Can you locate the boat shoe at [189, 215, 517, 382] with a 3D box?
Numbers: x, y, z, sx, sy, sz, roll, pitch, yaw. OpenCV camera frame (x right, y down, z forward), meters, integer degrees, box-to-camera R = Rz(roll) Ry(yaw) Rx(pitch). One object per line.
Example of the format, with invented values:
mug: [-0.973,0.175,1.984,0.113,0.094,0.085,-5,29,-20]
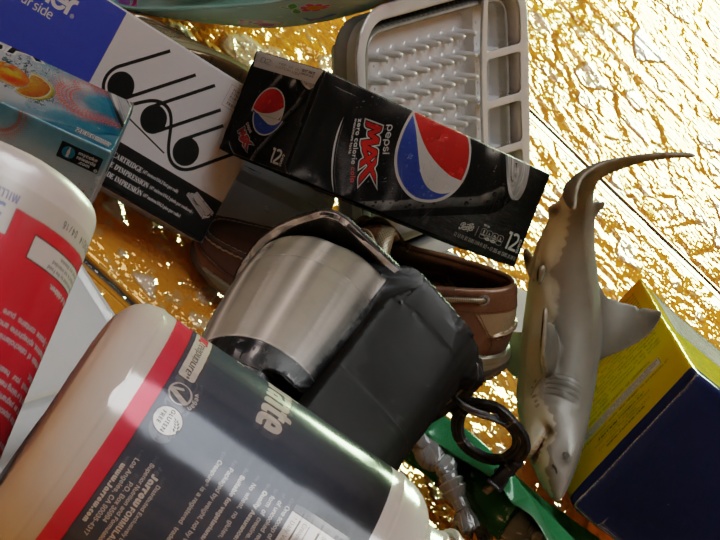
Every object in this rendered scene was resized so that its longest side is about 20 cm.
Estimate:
boat shoe: [0.000,0.000,1.328,0.200,0.072,0.076,17,28,-1]

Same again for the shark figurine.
shark figurine: [0.138,0.011,1.309,0.089,0.215,0.128,4,24,-10]

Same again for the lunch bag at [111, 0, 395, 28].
lunch bag: [-0.068,-0.207,1.394,0.170,0.200,0.122,-17,97,-64]

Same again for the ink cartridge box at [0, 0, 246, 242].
ink cartridge box: [-0.153,-0.103,1.277,0.200,0.094,0.044,31,-6,-30]

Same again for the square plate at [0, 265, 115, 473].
square plate: [-0.206,0.012,1.173,0.198,0.028,0.200,-16,68,-54]

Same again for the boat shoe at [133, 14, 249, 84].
boat shoe: [-0.128,-0.121,1.358,0.200,0.071,0.065,25,19,-31]

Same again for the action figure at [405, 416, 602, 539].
action figure: [0.077,0.134,1.322,0.200,0.055,0.118,40,0,16]

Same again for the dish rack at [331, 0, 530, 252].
dish rack: [0.042,-0.098,1.454,0.200,0.043,0.172,-23,117,-53]

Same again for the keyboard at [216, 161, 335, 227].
keyboard: [-0.102,-0.057,1.347,0.200,0.056,0.011,25,-3,-30]

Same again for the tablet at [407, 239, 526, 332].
tablet: [0.028,0.029,1.385,0.130,0.014,0.200,28,29,18]

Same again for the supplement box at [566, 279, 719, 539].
supplement box: [0.190,0.104,1.390,0.109,0.110,0.200,40,10,-12]

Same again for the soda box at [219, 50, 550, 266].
soda box: [0.018,-0.064,1.332,0.200,0.063,0.071,20,1,-43]

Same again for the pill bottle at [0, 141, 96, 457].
pill bottle: [-0.203,0.042,1.006,0.112,0.112,0.200,29,72,-26]

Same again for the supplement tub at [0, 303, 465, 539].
supplement tub: [-0.059,0.122,1.008,0.200,0.140,0.140,35,35,-7]

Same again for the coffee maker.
coffee maker: [-0.021,0.092,1.181,0.192,0.135,0.200,28,44,7]

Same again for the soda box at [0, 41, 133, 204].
soda box: [-0.224,-0.090,1.172,0.200,0.068,0.064,25,28,-8]
